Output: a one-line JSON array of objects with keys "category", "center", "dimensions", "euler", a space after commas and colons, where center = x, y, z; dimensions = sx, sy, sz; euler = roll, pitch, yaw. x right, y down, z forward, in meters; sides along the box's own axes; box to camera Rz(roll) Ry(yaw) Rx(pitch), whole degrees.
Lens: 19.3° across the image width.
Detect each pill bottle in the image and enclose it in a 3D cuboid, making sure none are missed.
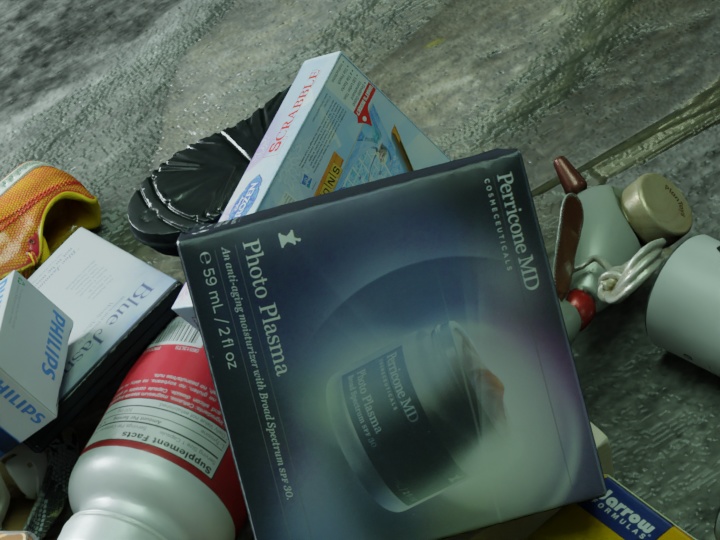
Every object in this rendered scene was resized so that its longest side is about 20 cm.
[{"category": "pill bottle", "center": [-0.116, 0.120, 1.347], "dimensions": [0.112, 0.112, 0.200], "euler": [9, 50, 21]}]

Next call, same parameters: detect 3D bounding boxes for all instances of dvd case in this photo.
[{"category": "dvd case", "center": [-0.202, 0.042, 1.432], "dimensions": [0.143, 0.018, 0.200], "euler": [-46, 27, -11]}]

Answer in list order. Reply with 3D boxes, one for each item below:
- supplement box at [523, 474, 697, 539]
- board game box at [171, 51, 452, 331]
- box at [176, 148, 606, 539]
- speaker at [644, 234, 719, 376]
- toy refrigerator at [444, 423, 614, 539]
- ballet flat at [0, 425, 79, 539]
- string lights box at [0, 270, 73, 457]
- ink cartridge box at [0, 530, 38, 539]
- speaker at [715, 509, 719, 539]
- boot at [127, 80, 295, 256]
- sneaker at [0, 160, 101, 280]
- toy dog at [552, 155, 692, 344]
[{"category": "supplement box", "center": [0.109, 0.231, 1.187], "dimensions": [0.200, 0.109, 0.109], "euler": [-37, 49, -21]}, {"category": "board game box", "center": [0.000, 0.000, 1.359], "dimensions": [0.041, 0.199, 0.200], "euler": [-8, 47, 50]}, {"category": "box", "center": [0.016, 0.049, 1.200], "dimensions": [0.198, 0.201, 0.123], "euler": [-15, 4, -2]}, {"category": "speaker", "center": [0.282, 0.052, 1.341], "dimensions": [0.200, 0.081, 0.081], "euler": [28, 58, 35]}, {"category": "toy refrigerator", "center": [0.058, 0.161, 1.292], "dimensions": [0.200, 0.076, 0.070], "euler": [-34, 48, -18]}, {"category": "ballet flat", "center": [-0.237, 0.158, 1.370], "dimensions": [0.072, 0.072, 0.201], "euler": [7, 48, 19]}, {"category": "string lights box", "center": [-0.279, 0.098, 1.370], "dimensions": [0.200, 0.059, 0.103], "euler": [-36, 27, 21]}, {"category": "ink cartridge box", "center": [-0.275, 0.256, 1.255], "dimensions": [0.162, 0.050, 0.201], "euler": [-3, 64, 10]}, {"category": "speaker", "center": [0.291, 0.192, 1.194], "dimensions": [0.081, 0.081, 0.200], "euler": [-29, 47, -15]}, {"category": "boot", "center": [-0.056, -0.030, 1.442], "dimensions": [0.198, 0.163, 0.073], "euler": [-37, 50, -21]}, {"category": "sneaker", "center": [-0.267, -0.003, 1.534], "dimensions": [0.077, 0.073, 0.200], "euler": [30, 62, 23]}, {"category": "toy dog", "center": [0.133, -0.016, 1.374], "dimensions": [0.096, 0.200, 0.132], "euler": [47, 110, 4]}]
